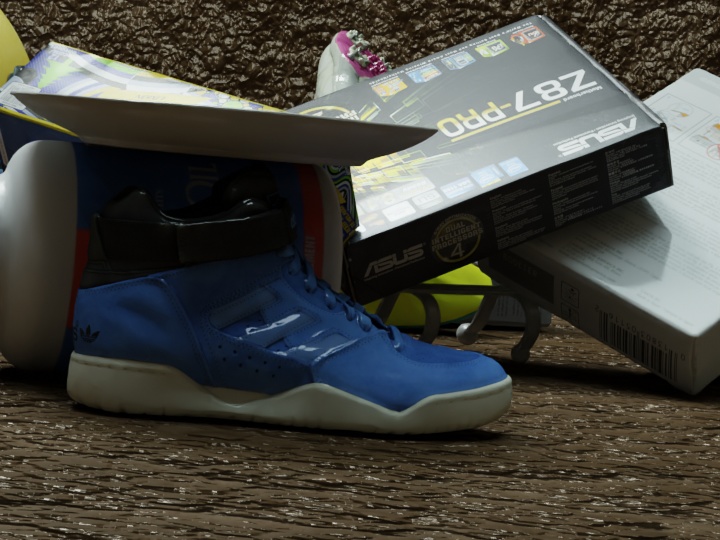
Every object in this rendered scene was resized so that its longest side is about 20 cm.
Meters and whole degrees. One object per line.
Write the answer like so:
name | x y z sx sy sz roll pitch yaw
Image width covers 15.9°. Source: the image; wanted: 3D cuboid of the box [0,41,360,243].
box | -0.102 -0.057 1.386 0.199 0.070 0.064 19 48 29

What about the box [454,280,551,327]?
box | 0.041 -0.028 1.784 0.101 0.113 0.200 3 3 -30

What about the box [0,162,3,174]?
box | -0.251 -0.042 1.588 0.199 0.050 0.199 5 -20 -7

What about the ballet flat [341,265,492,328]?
ballet flat | -0.016 -0.004 1.640 0.199 0.067 0.067 3 46 7

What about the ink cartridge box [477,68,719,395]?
ink cartridge box | 0.190 -0.028 1.475 0.160 0.047 0.200 30 49 34

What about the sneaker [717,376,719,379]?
sneaker | 0.245 0.002 1.550 0.083 0.121 0.199 9 5 44

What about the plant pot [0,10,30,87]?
plant pot | -0.363 -0.103 1.883 0.188 0.202 0.200 -18 19 -41

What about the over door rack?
over door rack | 0.000 0.000 1.528 0.147 0.067 0.200 3 25 -27

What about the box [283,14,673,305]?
box | 0.053 -0.065 1.467 0.199 0.049 0.161 -21 36 -12

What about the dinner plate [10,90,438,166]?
dinner plate | -0.064 -0.065 1.199 0.199 0.024 0.200 6 4 0

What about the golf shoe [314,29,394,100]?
golf shoe | -0.015 -0.096 1.719 0.075 0.091 0.200 44 18 -19

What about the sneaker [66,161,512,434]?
sneaker | -0.026 0.010 1.141 0.199 0.112 0.077 5 4 -7

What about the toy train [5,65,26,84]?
toy train | -0.140 -0.082 1.634 0.199 0.086 0.114 9 -6 -3

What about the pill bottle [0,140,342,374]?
pill bottle | -0.116 -0.004 1.238 0.199 0.113 0.112 3 4 -15
